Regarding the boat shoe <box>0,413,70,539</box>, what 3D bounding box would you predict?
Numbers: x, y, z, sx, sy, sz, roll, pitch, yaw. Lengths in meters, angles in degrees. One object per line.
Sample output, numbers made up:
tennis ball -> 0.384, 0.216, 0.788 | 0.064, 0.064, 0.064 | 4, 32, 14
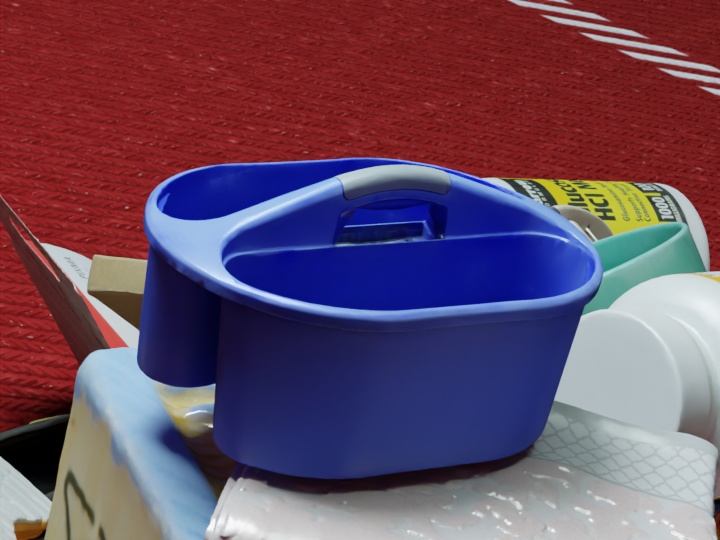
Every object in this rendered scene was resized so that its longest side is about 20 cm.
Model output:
boat shoe -> -0.193, 0.116, 1.351 | 0.072, 0.061, 0.201 | 30, 28, 31

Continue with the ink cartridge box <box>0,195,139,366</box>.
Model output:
ink cartridge box -> -0.128, 0.031, 1.426 | 0.050, 0.200, 0.161 | -32, 41, -12

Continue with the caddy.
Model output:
caddy -> 0.003, 0.005, 1.086 | 0.200, 0.105, 0.141 | -4, 30, -35

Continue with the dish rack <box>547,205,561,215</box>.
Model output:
dish rack -> 0.000, 0.000, 1.379 | 0.200, 0.055, 0.153 | -9, 1, -18

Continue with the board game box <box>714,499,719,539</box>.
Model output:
board game box -> 0.115, 0.138, 1.393 | 0.135, 0.035, 0.200 | -4, -2, -37

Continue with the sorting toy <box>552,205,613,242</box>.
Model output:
sorting toy -> 0.195, 0.071, 1.636 | 0.180, 0.107, 0.200 | 8, 36, -46

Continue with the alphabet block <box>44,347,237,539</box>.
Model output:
alphabet block -> -0.028, 0.167, 1.165 | 0.196, 0.200, 0.195 | 4, 27, -23

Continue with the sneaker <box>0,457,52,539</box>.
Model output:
sneaker -> -0.195, 0.125, 1.216 | 0.078, 0.077, 0.200 | 39, 10, -6

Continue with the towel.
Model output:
towel -> 0.050, 0.097, 1.079 | 0.200, 0.032, 0.191 | 15, 25, 3

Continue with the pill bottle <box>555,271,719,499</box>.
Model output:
pill bottle -> 0.182, 0.056, 1.327 | 0.113, 0.113, 0.200 | 33, 22, 35

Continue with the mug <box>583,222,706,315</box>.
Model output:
mug -> 0.115, 0.060, 1.468 | 0.185, 0.115, 0.152 | -23, 6, -8

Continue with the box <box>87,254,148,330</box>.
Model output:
box -> -0.013, 0.036, 1.299 | 0.200, 0.021, 0.163 | 6, -17, 23

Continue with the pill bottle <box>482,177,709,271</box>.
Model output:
pill bottle -> 0.117, -0.003, 1.723 | 0.200, 0.113, 0.112 | 0, 28, -29
